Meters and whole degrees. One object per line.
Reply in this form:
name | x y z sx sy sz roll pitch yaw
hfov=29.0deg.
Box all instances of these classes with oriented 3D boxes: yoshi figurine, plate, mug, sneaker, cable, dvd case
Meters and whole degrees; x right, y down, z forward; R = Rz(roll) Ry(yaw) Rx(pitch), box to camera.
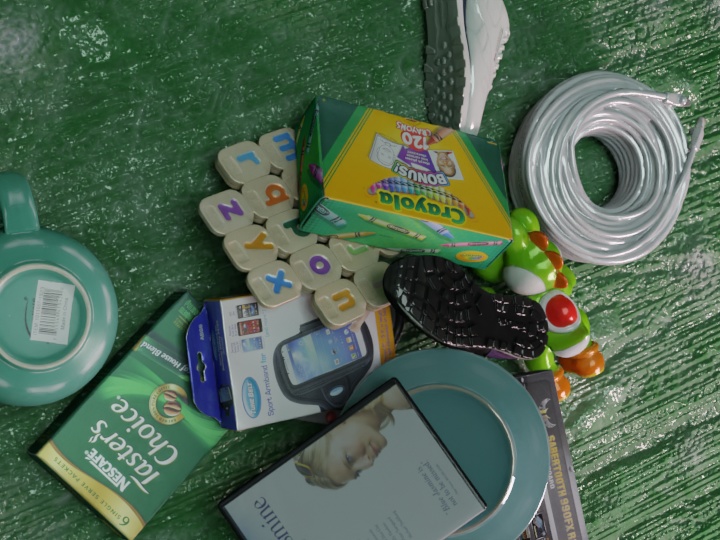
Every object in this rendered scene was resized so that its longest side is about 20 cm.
yoshi figurine | 0.167 0.026 1.404 0.112 0.112 0.200 -14 114 16
plate | 0.071 0.170 1.258 0.200 0.026 0.201 0 88 5
mug | -0.292 0.026 1.175 0.152 0.114 0.185 -42 105 -19
sneaker | 0.112 -0.220 1.385 0.080 0.076 0.200 2 90 -33
cable | 0.247 -0.106 1.441 0.200 0.069 0.200 18 82 -21
sneaker | 0.080 0.045 1.302 0.200 0.087 0.076 25 67 -38
dvd case | -0.008 0.209 1.243 0.200 0.018 0.143 -36 85 3

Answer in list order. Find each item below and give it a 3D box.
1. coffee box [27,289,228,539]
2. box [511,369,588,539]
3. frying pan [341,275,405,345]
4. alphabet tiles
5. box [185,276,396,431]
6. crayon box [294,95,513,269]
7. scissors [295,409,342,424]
coffee box | -0.187 0.130 1.256 0.123 0.044 0.200 48 71 -16
box | 0.130 0.205 1.328 0.158 0.048 0.200 -10 87 -32
frying pan | 0.013 0.010 1.359 0.115 0.031 0.190 34 79 -21
alphabet tiles | -0.047 -0.041 1.285 0.195 0.015 0.200 -25 74 -39
box | -0.061 0.073 1.274 0.200 0.041 0.119 -10 94 -33
crayon box | 0.040 -0.081 1.313 0.200 0.058 0.119 12 54 -24
scissors | -0.018 0.149 1.347 0.200 0.014 0.073 -6 93 -25
